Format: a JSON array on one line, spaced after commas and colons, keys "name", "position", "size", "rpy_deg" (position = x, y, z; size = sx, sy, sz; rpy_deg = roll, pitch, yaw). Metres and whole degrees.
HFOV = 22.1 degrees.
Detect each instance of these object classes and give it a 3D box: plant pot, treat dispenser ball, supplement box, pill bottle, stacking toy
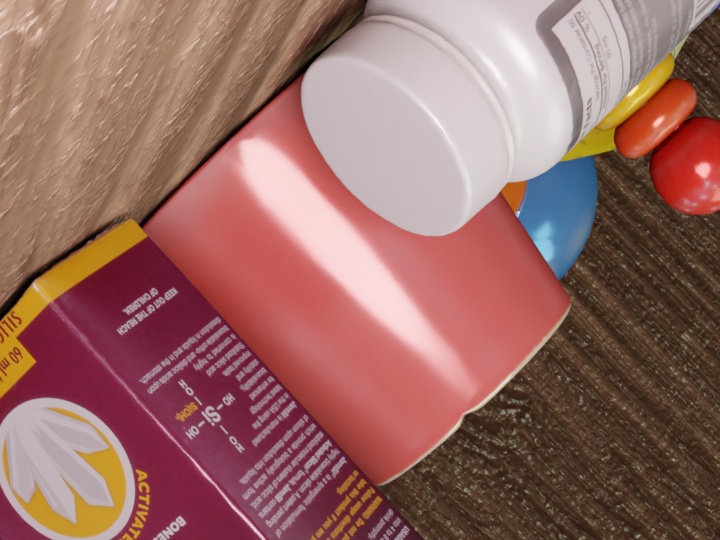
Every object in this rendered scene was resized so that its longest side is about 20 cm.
[{"name": "plant pot", "position": [0.000, 0.000, 0.954], "size": [0.200, 0.177, 0.200], "rpy_deg": [-44, 180, 0]}, {"name": "treat dispenser ball", "position": [0.087, -0.064, 1.456], "size": [0.201, 0.201, 0.201], "rpy_deg": [-43, 180, 0]}, {"name": "supplement box", "position": [-0.082, 0.094, 0.785], "size": [0.110, 0.200, 0.086], "rpy_deg": [-42, 180, 30]}, {"name": "pill bottle", "position": [0.073, -0.112, 0.827], "size": [0.200, 0.114, 0.114], "rpy_deg": [-43, 180, -27]}, {"name": "stacking toy", "position": [0.137, -0.112, 1.010], "size": [0.085, 0.200, 0.085], "rpy_deg": [-43, 180, 0]}]

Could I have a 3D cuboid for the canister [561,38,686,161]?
[{"name": "canister", "position": [0.157, -0.166, 1.252], "size": [0.148, 0.087, 0.200], "rpy_deg": [-9, -143, 44]}]
